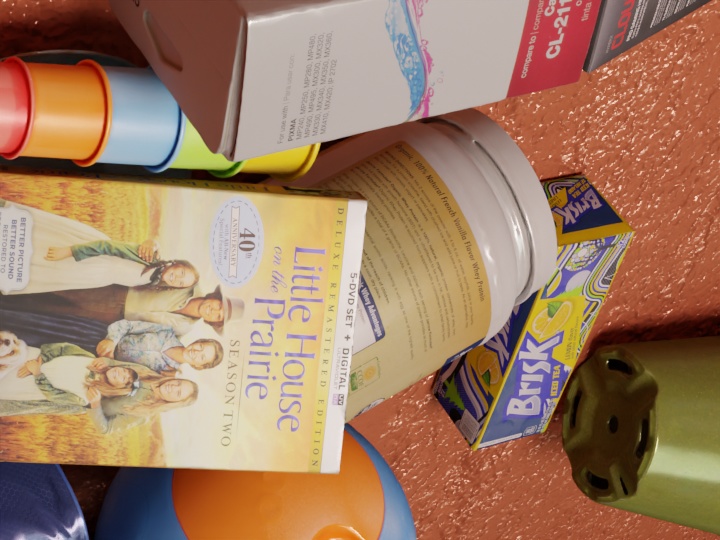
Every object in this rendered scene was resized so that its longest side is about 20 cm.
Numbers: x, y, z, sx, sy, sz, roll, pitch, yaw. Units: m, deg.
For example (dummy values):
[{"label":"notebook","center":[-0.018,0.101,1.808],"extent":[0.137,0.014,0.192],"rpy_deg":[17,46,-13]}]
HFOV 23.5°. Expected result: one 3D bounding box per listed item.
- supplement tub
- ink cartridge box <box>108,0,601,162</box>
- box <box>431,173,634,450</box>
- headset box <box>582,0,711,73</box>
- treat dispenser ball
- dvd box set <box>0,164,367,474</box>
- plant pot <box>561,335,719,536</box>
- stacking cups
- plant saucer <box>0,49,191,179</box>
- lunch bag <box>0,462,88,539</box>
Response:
[{"label":"supplement tub","center":[0.000,0.000,0.998],"extent":[0.199,0.144,0.145],"rpy_deg":[-28,145,-23]},{"label":"ink cartridge box","center":[-0.004,-0.144,0.837],"extent":[0.199,0.146,0.083],"rpy_deg":[-15,138,-27]},{"label":"box","center":[0.117,0.032,1.212],"extent":[0.070,0.064,0.201],"rpy_deg":[-11,138,-30]},{"label":"headset box","center":[0.160,-0.208,0.926],"extent":[0.199,0.075,0.149],"rpy_deg":[-31,147,-33]},{"label":"treat dispenser ball","center":[-0.064,0.177,1.064],"extent":[0.200,0.201,0.202],"rpy_deg":[-22,143,-18]},{"label":"dvd box set","center":[-0.101,0.027,0.867],"extent":[0.198,0.029,0.148],"rpy_deg":[4,101,-13]},{"label":"plant pot","center":[0.267,0.128,1.365],"extent":[0.189,0.201,0.201],"rpy_deg":[6,128,-29]},{"label":"stacking cups","center":[-0.112,-0.078,0.834],"extent":[0.199,0.061,0.061],"rpy_deg":[2,130,-39]},{"label":"plant saucer","center":[-0.184,-0.042,0.896],"extent":[0.200,0.039,0.202],"rpy_deg":[-22,142,-19]},{"label":"lunch bag","center":[-0.234,0.162,1.001],"extent":[0.131,0.136,0.201],"rpy_deg":[-22,143,-19]}]
